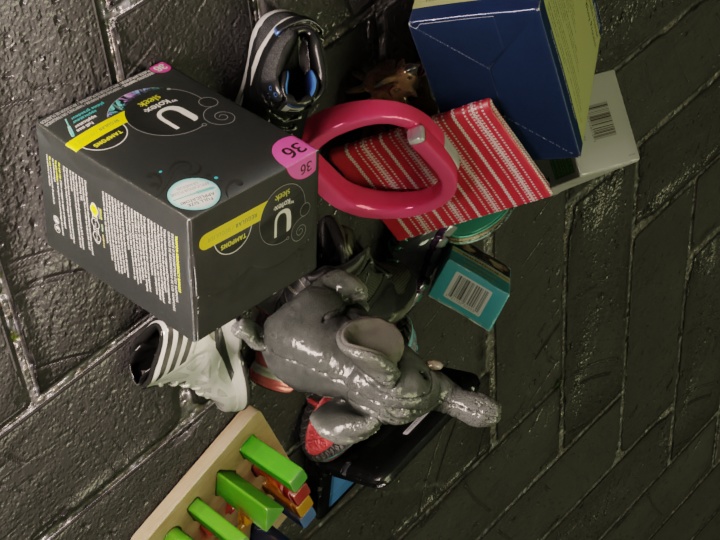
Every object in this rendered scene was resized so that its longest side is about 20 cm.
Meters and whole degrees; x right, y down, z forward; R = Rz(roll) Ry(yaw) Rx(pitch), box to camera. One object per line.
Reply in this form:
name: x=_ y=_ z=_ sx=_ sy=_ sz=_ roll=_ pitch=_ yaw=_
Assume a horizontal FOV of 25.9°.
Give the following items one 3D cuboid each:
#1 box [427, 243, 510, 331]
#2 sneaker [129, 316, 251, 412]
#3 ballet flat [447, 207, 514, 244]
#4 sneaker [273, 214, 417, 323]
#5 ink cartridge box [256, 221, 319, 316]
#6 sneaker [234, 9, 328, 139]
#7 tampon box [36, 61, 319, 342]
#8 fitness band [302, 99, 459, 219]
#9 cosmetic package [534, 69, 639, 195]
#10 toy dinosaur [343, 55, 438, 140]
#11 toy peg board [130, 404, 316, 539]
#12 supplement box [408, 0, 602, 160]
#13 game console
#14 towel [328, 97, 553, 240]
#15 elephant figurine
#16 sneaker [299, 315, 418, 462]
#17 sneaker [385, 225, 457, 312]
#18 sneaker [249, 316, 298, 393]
box: x=0.129 y=0.013 z=1.807 sx=0.050 sy=0.082 sz=0.200 roll=-60 pitch=180 yaw=10
sneaker: x=-0.175 y=0.092 z=1.566 sx=0.114 sy=0.076 sz=0.201 roll=-19 pitch=149 yaw=-11
ballet flat: x=0.160 y=-0.095 z=1.874 sx=0.200 sy=0.074 sz=0.075 roll=-43 pitch=144 yaw=-21
sneaker: x=0.000 y=0.000 z=1.617 sx=0.198 sy=0.076 sz=0.115 roll=-10 pitch=128 yaw=-46
ink cartridge box: x=-0.091 y=-0.017 z=1.594 sx=0.110 sy=0.050 sz=0.200 roll=-58 pitch=149 yaw=-6
sneaker: x=-0.079 y=-0.136 z=1.436 sx=0.072 sy=0.112 sz=0.203 roll=5 pitch=101 yaw=-19
tampon box: x=-0.155 y=-0.063 z=1.329 sx=0.149 sy=0.199 sz=0.128 roll=-32 pitch=139 yaw=-37
fitness band: x=0.017 y=-0.105 z=1.540 sx=0.200 sy=0.142 sz=0.038 roll=43 pitch=39 yaw=-57
cosmetic package: x=0.220 y=-0.145 z=1.760 sx=0.084 sy=0.200 sz=0.109 roll=-16 pitch=87 yaw=-22
toy dinosaur: x=0.033 y=-0.151 z=1.635 sx=0.135 sy=0.086 sz=0.202 roll=-19 pitch=136 yaw=-43
toy peg board: x=-0.126 y=0.292 z=1.741 sx=0.200 sy=0.097 sz=0.200 roll=-48 pitch=146 yaw=-18
supplement box: x=0.153 y=-0.250 z=1.583 sx=0.201 sy=0.132 sz=0.202 roll=65 pitch=30 yaw=-45
game console: x=0.044 y=0.215 z=1.885 sx=0.200 sy=0.175 sz=0.117 roll=-43 pitch=122 yaw=-31
towel: x=0.081 y=-0.102 z=1.608 sx=0.145 sy=0.198 sz=0.023 roll=48 pitch=40 yaw=-36
elephant figurine: x=0.008 y=0.096 z=1.481 sx=0.155 sy=0.200 sz=0.142 roll=-39 pitch=138 yaw=-12
sneaker: x=0.009 y=0.147 z=1.836 sx=0.201 sy=0.079 sz=0.096 roll=-53 pitch=152 yaw=-7
sneaker: x=0.050 y=-0.038 z=1.781 sx=0.087 sy=0.074 sz=0.202 roll=27 pitch=96 yaw=-28
sneaker: x=-0.031 y=0.074 z=1.715 sx=0.198 sy=0.073 sz=0.088 roll=-12 pitch=117 yaw=-40
